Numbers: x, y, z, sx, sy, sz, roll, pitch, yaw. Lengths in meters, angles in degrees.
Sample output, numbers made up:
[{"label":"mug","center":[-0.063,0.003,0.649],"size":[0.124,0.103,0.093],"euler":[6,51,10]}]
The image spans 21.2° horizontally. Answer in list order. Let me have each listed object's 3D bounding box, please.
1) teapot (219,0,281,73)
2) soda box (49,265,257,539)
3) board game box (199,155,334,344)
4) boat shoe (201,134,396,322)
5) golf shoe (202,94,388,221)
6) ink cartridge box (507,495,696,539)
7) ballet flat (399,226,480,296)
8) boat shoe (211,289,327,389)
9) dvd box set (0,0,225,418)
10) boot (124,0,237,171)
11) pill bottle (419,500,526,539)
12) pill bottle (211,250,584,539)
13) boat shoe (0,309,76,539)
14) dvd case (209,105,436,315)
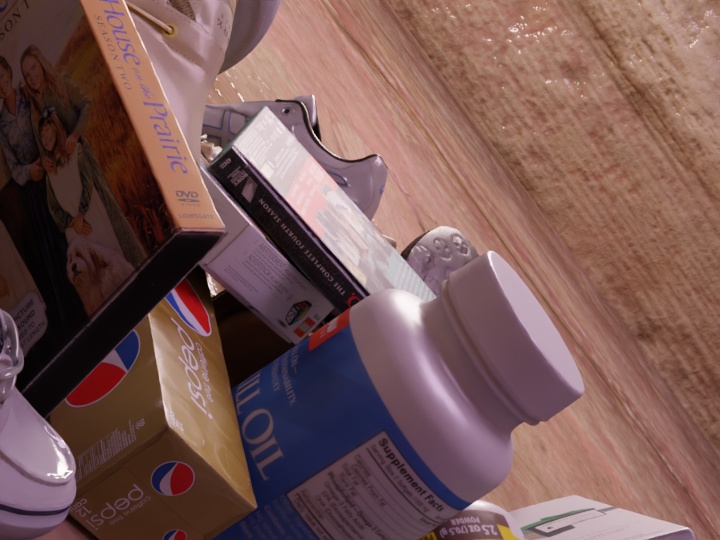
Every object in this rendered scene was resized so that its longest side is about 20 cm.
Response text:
[{"label":"teapot","center":[-0.128,-0.221,1.179],"size":[0.199,0.198,0.147],"euler":[15,52,-9]},{"label":"soda box","center":[-0.105,0.048,0.909],"size":[0.068,0.064,0.200],"euler":[48,14,-34]},{"label":"board game box","center":[-0.103,-0.055,1.022],"size":[0.200,0.035,0.126],"euler":[48,0,27]},{"label":"boat shoe","center":[-0.073,-0.044,1.161],"size":[0.200,0.063,0.073],"euler":[34,-5,15]},{"label":"golf shoe","center":[-0.071,-0.081,1.243],"size":[0.200,0.097,0.078],"euler":[35,-3,14]},{"label":"ink cartridge box","center":[0.139,0.219,1.130],"size":[0.200,0.084,0.147],"euler":[172,-95,-77]},{"label":"ballet flat","center":[0.026,0.048,1.133],"size":[0.067,0.046,0.200],"euler":[40,44,-16]},{"label":"boat shoe","center":[-0.043,0.055,1.137],"size":[0.200,0.070,0.071],"euler":[54,15,-56]},{"label":"dvd box set","center":[-0.142,-0.057,0.822],"size":[0.029,0.146,0.201],"euler":[3,54,-47]},{"label":"boot","center":[-0.165,-0.091,0.928],"size":[0.073,0.199,0.156],"euler":[106,-9,-60]},{"label":"pill bottle","center":[0.067,0.226,1.009],"size":[0.109,0.109,0.200],"euler":[43,16,-47]},{"label":"pill bottle","center":[0.004,0.079,0.926],"size":[0.112,0.200,0.112],"euler":[52,12,-16]},{"label":"boat shoe","center":[-0.157,0.038,0.712],"size":[0.200,0.067,0.074],"euler":[43,17,-48]},{"label":"dvd case","center":[0.000,0.000,1.039],"size":[0.200,0.022,0.146],"euler":[47,11,-7]}]
